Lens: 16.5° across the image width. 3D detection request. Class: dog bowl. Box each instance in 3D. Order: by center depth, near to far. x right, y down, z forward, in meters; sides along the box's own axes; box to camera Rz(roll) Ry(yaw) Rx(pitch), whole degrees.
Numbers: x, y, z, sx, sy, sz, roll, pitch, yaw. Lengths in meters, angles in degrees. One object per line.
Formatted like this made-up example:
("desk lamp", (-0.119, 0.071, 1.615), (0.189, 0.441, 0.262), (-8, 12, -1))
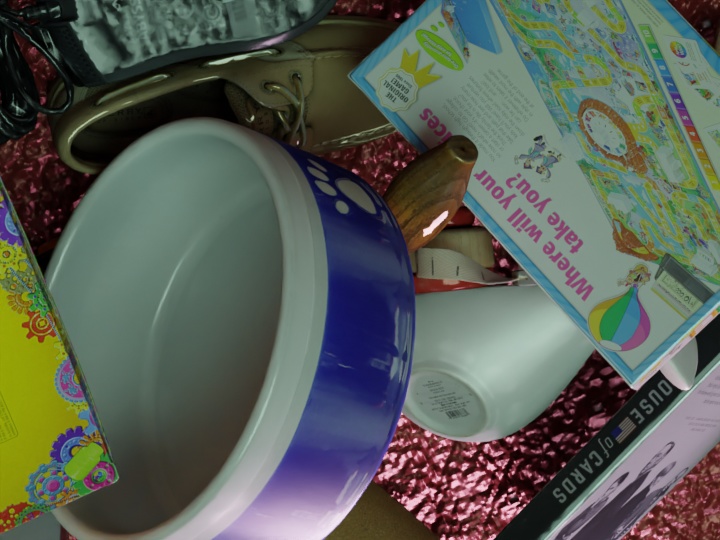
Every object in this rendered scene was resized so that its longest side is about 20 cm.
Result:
("dog bowl", (-0.068, 0.035, 1.139), (0.079, 0.200, 0.201), (17, 113, -39))

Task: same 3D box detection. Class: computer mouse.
("computer mouse", (-0.102, -0.144, 1.169), (0.199, 0.053, 0.139), (-11, 105, -14))

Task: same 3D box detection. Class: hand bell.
("hand bell", (0.000, 0.000, 1.183), (0.104, 0.105, 0.200), (19, 136, -19))

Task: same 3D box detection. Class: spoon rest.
("spoon rest", (0.088, 0.042, 1.267), (0.199, 0.061, 0.100), (-11, 126, 42))

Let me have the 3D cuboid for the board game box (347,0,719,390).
("board game box", (0.109, -0.063, 1.159), (0.134, 0.034, 0.200), (-43, 79, 4))

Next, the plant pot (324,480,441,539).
("plant pot", (-0.045, 0.161, 1.285), (0.186, 0.186, 0.200), (-34, 104, 6))

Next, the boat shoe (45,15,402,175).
("boat shoe", (-0.052, -0.076, 1.213), (0.199, 0.065, 0.072), (-10, 118, -7))

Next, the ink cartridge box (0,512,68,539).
("ink cartridge box", (-0.209, 0.188, 1.229), (0.082, 0.146, 0.200), (10, 139, -18))

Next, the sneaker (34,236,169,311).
("sneaker", (-0.174, 0.038, 1.239), (0.199, 0.077, 0.079), (-14, 116, -7))

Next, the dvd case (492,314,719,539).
("dvd case", (0.154, 0.092, 1.309), (0.200, 0.150, 0.025), (-47, 71, 12))

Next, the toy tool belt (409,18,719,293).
("toy tool belt", (0.113, -0.059, 1.241), (0.199, 0.125, 0.124), (-6, 91, -7))

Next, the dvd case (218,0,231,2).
("dvd case", (-0.025, -0.238, 1.132), (0.145, 0.022, 0.201), (-18, 106, -13))

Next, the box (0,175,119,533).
("box", (-0.210, -0.009, 1.069), (0.121, 0.193, 0.201), (-23, 121, -9))
